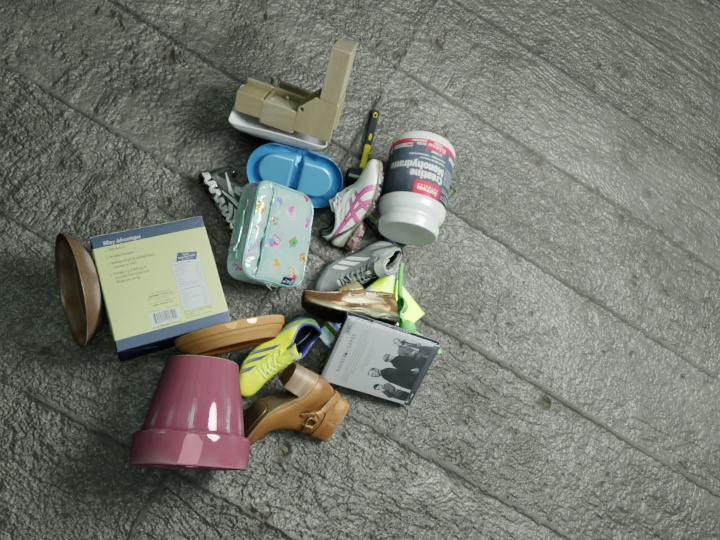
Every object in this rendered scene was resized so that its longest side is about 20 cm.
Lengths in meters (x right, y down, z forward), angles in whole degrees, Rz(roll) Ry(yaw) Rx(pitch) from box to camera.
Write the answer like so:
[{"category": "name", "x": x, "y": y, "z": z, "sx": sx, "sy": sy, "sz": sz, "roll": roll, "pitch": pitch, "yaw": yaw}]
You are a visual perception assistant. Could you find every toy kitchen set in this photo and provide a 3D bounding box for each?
[{"category": "toy kitchen set", "x": -0.120, "y": -0.391, "z": 1.159, "sx": 0.197, "sy": 0.182, "sz": 0.164, "roll": 18, "pitch": 34, "yaw": -2}]

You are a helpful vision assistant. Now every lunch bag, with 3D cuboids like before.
[{"category": "lunch bag", "x": -0.174, "y": -0.065, "z": 1.133, "sx": 0.159, "sy": 0.076, "sz": 0.203, "roll": 17, "pitch": 79, "yaw": -49}]

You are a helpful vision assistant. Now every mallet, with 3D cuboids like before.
[{"category": "mallet", "x": 0.024, "y": -0.266, "z": 1.297, "sx": 0.065, "sy": 0.041, "sz": 0.202, "roll": 23, "pitch": 69, "yaw": -7}]

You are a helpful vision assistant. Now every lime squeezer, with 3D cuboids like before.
[{"category": "lime squeezer", "x": 0.100, "y": 0.084, "z": 1.183, "sx": 0.070, "sy": 0.038, "sz": 0.202, "roll": -20, "pitch": 81, "yaw": -19}]

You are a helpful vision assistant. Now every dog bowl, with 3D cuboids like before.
[{"category": "dog bowl", "x": -0.134, "y": -0.203, "z": 1.208, "sx": 0.197, "sy": 0.050, "sz": 0.113, "roll": 13, "pitch": 118, "yaw": -11}]

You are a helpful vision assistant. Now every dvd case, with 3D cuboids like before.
[{"category": "dvd case", "x": 0.036, "y": 0.175, "z": 1.136, "sx": 0.197, "sy": 0.025, "sz": 0.152, "roll": 19, "pitch": 111, "yaw": -14}]

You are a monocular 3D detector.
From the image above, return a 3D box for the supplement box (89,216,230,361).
[{"category": "supplement box", "x": -0.363, "y": 0.033, "z": 1.064, "sx": 0.197, "sy": 0.134, "sz": 0.203, "roll": -14, "pitch": 81, "yaw": -24}]

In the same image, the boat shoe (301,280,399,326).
[{"category": "boat shoe", "x": -0.018, "y": 0.061, "z": 1.145, "sx": 0.197, "sy": 0.076, "sz": 0.075, "roll": 13, "pitch": 65, "yaw": -17}]

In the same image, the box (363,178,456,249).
[{"category": "box", "x": 0.100, "y": -0.153, "z": 1.286, "sx": 0.137, "sy": 0.038, "sz": 0.200, "roll": 45, "pitch": 71, "yaw": 0}]

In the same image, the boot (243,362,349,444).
[{"category": "boot", "x": -0.126, "y": 0.288, "z": 1.110, "sx": 0.200, "sy": 0.074, "sz": 0.154, "roll": -47, "pitch": 117, "yaw": 5}]

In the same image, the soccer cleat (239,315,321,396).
[{"category": "soccer cleat", "x": -0.156, "y": 0.163, "z": 1.117, "sx": 0.200, "sy": 0.083, "sz": 0.065, "roll": -44, "pitch": 123, "yaw": -20}]

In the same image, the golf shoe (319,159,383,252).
[{"category": "golf shoe", "x": -0.017, "y": -0.137, "z": 1.191, "sx": 0.091, "sy": 0.073, "sz": 0.202, "roll": 21, "pitch": 110, "yaw": -10}]

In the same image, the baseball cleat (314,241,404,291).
[{"category": "baseball cleat", "x": 0.000, "y": 0.000, "z": 1.188, "sx": 0.199, "sy": 0.106, "sz": 0.070, "roll": -35, "pitch": 115, "yaw": -18}]

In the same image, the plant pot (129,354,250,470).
[{"category": "plant pot", "x": -0.284, "y": 0.249, "z": 1.015, "sx": 0.197, "sy": 0.200, "sz": 0.182, "roll": 8, "pitch": 69, "yaw": -12}]

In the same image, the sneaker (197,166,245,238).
[{"category": "sneaker", "x": -0.243, "y": -0.126, "z": 1.178, "sx": 0.090, "sy": 0.066, "sz": 0.202, "roll": -29, "pitch": 83, "yaw": -15}]

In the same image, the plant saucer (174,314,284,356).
[{"category": "plant saucer", "x": -0.231, "y": 0.122, "z": 1.052, "sx": 0.197, "sy": 0.200, "sz": 0.038, "roll": -12, "pitch": 81, "yaw": -16}]

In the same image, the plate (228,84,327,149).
[{"category": "plate", "x": -0.166, "y": -0.314, "z": 1.217, "sx": 0.196, "sy": 0.033, "sz": 0.201, "roll": 12, "pitch": 37, "yaw": -11}]

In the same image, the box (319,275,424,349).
[{"category": "box", "x": 0.021, "y": 0.107, "z": 1.201, "sx": 0.199, "sy": 0.048, "sz": 0.122, "roll": -39, "pitch": 88, "yaw": -20}]

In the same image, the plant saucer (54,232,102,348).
[{"category": "plant saucer", "x": -0.489, "y": 0.033, "z": 1.020, "sx": 0.036, "sy": 0.200, "sz": 0.203, "roll": -11, "pitch": 79, "yaw": -36}]

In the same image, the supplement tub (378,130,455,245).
[{"category": "supplement tub", "x": 0.114, "y": -0.168, "z": 1.199, "sx": 0.138, "sy": 0.140, "sz": 0.203, "roll": 15, "pitch": 73, "yaw": -10}]
